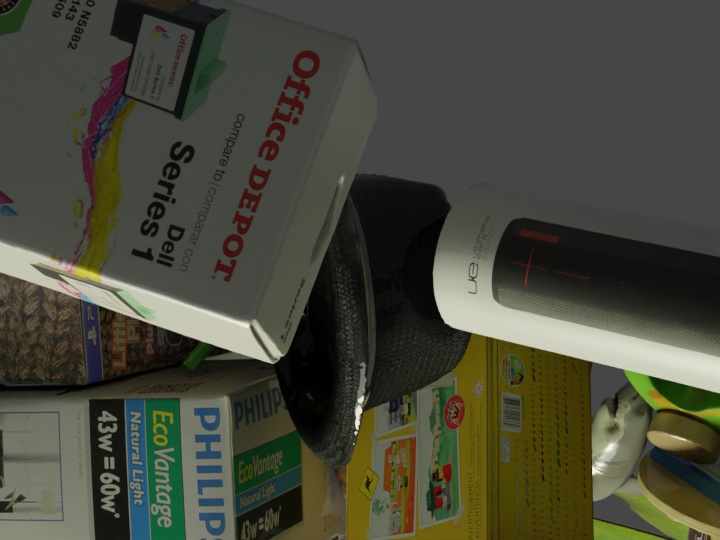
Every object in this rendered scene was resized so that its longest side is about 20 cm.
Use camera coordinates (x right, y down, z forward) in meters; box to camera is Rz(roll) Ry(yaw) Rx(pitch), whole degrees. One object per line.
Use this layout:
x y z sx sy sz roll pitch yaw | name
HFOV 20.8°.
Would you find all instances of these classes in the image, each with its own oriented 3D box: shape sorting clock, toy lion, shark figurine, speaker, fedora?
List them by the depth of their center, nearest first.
0.138 0.011 0.991 0.199 0.082 0.081 14 167 32 | speaker
0.007 0.010 1.086 0.091 0.202 0.201 -9 176 -16 | fedora
0.239 0.065 1.135 0.199 0.069 0.192 12 159 35 | toy lion
0.275 0.143 1.242 0.199 0.039 0.200 0 -163 0 | shape sorting clock
0.163 0.132 1.365 0.089 0.129 0.214 14 177 -14 | shark figurine

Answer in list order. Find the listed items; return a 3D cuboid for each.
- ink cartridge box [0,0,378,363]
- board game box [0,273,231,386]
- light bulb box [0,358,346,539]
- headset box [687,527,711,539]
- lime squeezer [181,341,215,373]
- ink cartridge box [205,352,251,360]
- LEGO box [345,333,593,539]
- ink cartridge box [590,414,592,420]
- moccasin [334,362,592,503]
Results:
-0.109 -0.060 0.921 0.199 0.145 0.084 18 168 10 | ink cartridge box
-0.190 0.015 1.267 0.159 0.097 0.200 -2 -177 26 | board game box
-0.133 0.125 1.223 0.199 0.125 0.198 -2 -176 19 | light bulb box
0.343 0.192 1.426 0.148 0.078 0.200 13 172 -20 | headset box
-0.065 -0.001 1.257 0.070 0.200 0.038 -28 104 22 | lime squeezer
-0.156 0.038 1.448 0.199 0.147 0.084 10 163 39 | ink cartridge box
0.061 0.105 1.155 0.077 0.201 0.149 11 162 -32 | LEGO box
0.067 0.124 1.611 0.146 0.086 0.200 28 167 -31 | ink cartridge box
0.067 0.092 1.285 0.078 0.201 0.074 63 161 -6 | moccasin
